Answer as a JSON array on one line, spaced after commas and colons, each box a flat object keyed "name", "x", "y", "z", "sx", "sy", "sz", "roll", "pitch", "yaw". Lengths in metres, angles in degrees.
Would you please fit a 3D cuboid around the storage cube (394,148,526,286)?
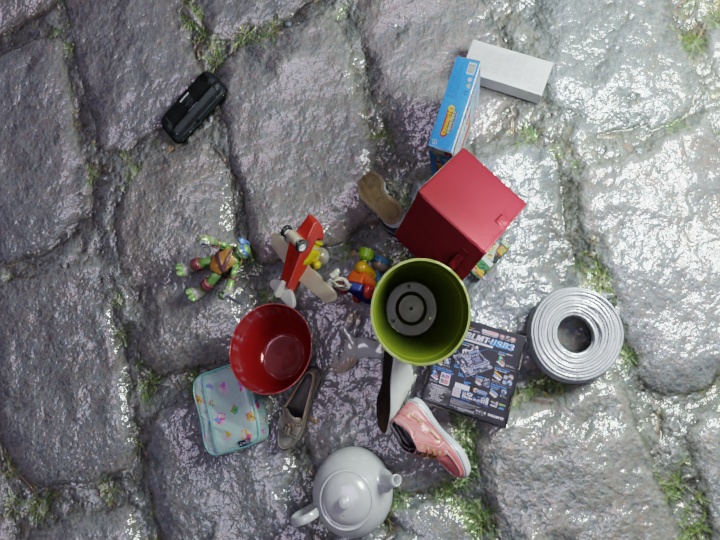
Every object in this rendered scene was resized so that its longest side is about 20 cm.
[{"name": "storage cube", "x": 0.203, "y": -0.104, "z": 1.125, "sx": 0.179, "sy": 0.172, "sz": 0.200, "roll": 43, "pitch": 61, "yaw": 9}]

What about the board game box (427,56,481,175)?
[{"name": "board game box", "x": 0.211, "y": -0.329, "z": 1.200, "sx": 0.054, "sy": 0.196, "sz": 0.206, "roll": 17, "pitch": 85, "yaw": 13}]

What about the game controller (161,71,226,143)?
[{"name": "game controller", "x": -0.444, "y": -0.434, "z": 1.428, "sx": 0.200, "sy": 0.042, "sz": 0.104, "roll": -46, "pitch": 62, "yaw": 2}]

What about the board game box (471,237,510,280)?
[{"name": "board game box", "x": 0.240, "y": -0.086, "z": 1.251, "sx": 0.105, "sy": 0.023, "sz": 0.200, "roll": -46, "pitch": 77, "yaw": 5}]

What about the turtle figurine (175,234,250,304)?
[{"name": "turtle figurine", "x": -0.362, "y": -0.001, "z": 1.280, "sx": 0.191, "sy": 0.144, "sz": 0.203, "roll": -26, "pitch": 34, "yaw": 24}]

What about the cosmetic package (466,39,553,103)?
[{"name": "cosmetic package", "x": 0.342, "y": -0.467, "z": 1.267, "sx": 0.195, "sy": 0.051, "sz": 0.085, "roll": 23, "pitch": 85, "yaw": 13}]

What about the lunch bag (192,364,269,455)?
[{"name": "lunch bag", "x": -0.309, "y": 0.330, "z": 1.272, "sx": 0.156, "sy": 0.077, "sz": 0.206, "roll": -17, "pitch": 79, "yaw": 8}]

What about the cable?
[{"name": "cable", "x": 0.458, "y": 0.138, "z": 1.152, "sx": 0.193, "sy": 0.069, "sz": 0.207, "roll": 4, "pitch": 83, "yaw": 11}]

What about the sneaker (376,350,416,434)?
[{"name": "sneaker", "x": 0.089, "y": 0.270, "z": 1.208, "sx": 0.082, "sy": 0.072, "sz": 0.207, "roll": 3, "pitch": 101, "yaw": -27}]

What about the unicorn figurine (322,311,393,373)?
[{"name": "unicorn figurine", "x": 0.001, "y": 0.168, "z": 1.235, "sx": 0.193, "sy": 0.074, "sz": 0.142, "roll": 1, "pitch": 82, "yaw": 11}]

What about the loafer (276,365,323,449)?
[{"name": "loafer", "x": -0.149, "y": 0.318, "z": 1.249, "sx": 0.070, "sy": 0.063, "sz": 0.205, "roll": 23, "pitch": 87, "yaw": 12}]

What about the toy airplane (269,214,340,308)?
[{"name": "toy airplane", "x": -0.133, "y": -0.013, "z": 1.268, "sx": 0.196, "sy": 0.139, "sz": 0.206, "roll": -17, "pitch": 87, "yaw": 46}]

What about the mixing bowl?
[{"name": "mixing bowl", "x": -0.193, "y": 0.190, "z": 1.245, "sx": 0.194, "sy": 0.109, "sz": 0.206, "roll": -4, "pitch": 70, "yaw": 10}]

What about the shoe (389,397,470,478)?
[{"name": "shoe", "x": 0.146, "y": 0.379, "z": 1.156, "sx": 0.090, "sy": 0.072, "sz": 0.201, "roll": -30, "pitch": 77, "yaw": -41}]

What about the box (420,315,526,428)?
[{"name": "box", "x": 0.249, "y": 0.218, "z": 1.193, "sx": 0.194, "sy": 0.050, "sz": 0.205, "roll": 14, "pitch": 85, "yaw": 13}]

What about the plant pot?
[{"name": "plant pot", "x": 0.116, "y": 0.084, "z": 1.130, "sx": 0.194, "sy": 0.193, "sz": 0.207, "roll": 0, "pitch": 87, "yaw": 0}]

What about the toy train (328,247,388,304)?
[{"name": "toy train", "x": 0.000, "y": 0.000, "z": 1.199, "sx": 0.083, "sy": 0.199, "sz": 0.119, "roll": 9, "pitch": 74, "yaw": 31}]

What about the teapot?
[{"name": "teapot", "x": -0.027, "y": 0.486, "z": 1.161, "sx": 0.193, "sy": 0.146, "sz": 0.205, "roll": 22, "pitch": 88, "yaw": 13}]

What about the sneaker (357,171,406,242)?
[{"name": "sneaker", "x": 0.064, "y": -0.145, "z": 1.276, "sx": 0.070, "sy": 0.109, "sz": 0.202, "roll": -37, "pitch": 47, "yaw": 6}]
